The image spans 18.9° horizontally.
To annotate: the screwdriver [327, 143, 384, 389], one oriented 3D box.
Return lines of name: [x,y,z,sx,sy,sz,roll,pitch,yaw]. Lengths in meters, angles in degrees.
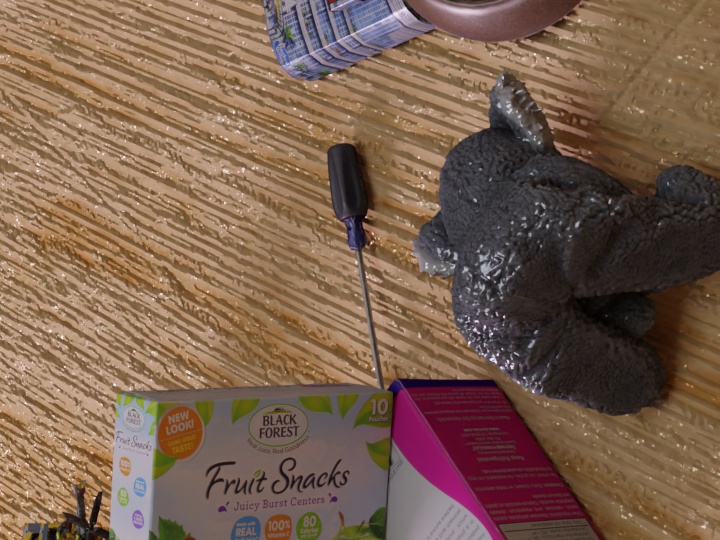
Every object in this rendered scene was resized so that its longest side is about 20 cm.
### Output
screwdriver: [0.000,0.000,1.654,0.029,0.028,0.201,135,127,-74]

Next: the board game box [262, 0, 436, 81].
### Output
board game box: [-0.006,-0.268,1.641,0.199,0.061,0.201,-20,75,47]

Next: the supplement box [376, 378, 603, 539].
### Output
supplement box: [0.082,0.180,1.501,0.101,0.103,0.200,-56,50,31]

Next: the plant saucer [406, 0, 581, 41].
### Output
plant saucer: [0.086,-0.261,1.516,0.199,0.034,0.202,4,98,31]

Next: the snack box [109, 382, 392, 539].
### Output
snack box: [-0.072,0.150,1.451,0.053,0.199,0.143,6,95,50]

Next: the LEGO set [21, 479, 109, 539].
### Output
LEGO set: [-0.189,0.268,1.752,0.115,0.199,0.155,-6,64,46]

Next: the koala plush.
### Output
koala plush: [0.114,-0.031,1.438,0.178,0.183,0.200,-64,36,24]
